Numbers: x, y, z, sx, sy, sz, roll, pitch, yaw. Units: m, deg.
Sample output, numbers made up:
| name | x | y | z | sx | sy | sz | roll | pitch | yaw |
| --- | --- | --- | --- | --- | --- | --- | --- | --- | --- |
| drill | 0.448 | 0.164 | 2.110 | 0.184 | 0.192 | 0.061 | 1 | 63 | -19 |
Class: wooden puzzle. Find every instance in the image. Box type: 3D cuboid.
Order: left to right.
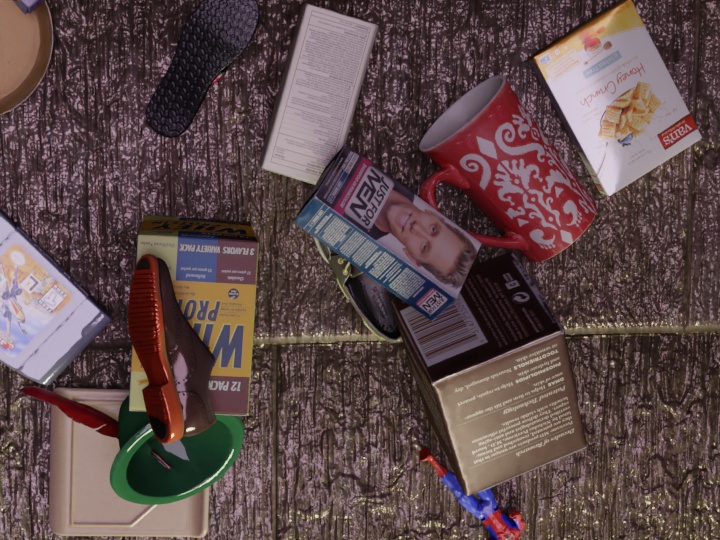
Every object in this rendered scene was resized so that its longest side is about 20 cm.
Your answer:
| name | x | y | z | sx | sy | sz | roll | pitch | yaw |
| --- | --- | --- | --- | --- | --- | --- | --- | --- | --- |
| wooden puzzle | -0.285 | 0.237 | 1.672 | 0.198 | 0.037 | 0.187 | 3 | 98 | -3 |

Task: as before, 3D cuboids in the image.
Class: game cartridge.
| name | x | y | z | sx | sy | sz | roll | pitch | yaw |
| --- | --- | --- | --- | --- | --- | --- | --- | --- | --- |
| game cartridge | -0.414 | 0.036 | 1.618 | 0.200 | 0.042 | 0.133 | 44 | 85 | -8 |

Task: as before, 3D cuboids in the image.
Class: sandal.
| name | x | y | z | sx | sy | sz | roll | pitch | yaw |
| --- | --- | --- | --- | --- | --- | --- | --- | --- | --- |
| sandal | -0.191 | -0.251 | 1.612 | 0.075 | 0.045 | 0.200 | 35 | 107 | -5 |

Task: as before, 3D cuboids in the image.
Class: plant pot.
| name | x | y | z | sx | sy | sz | roll | pitch | yaw |
| --- | --- | --- | --- | --- | --- | --- | --- | --- | --- |
| plant pot | -0.459 | -0.276 | 1.577 | 0.198 | 0.027 | 0.202 | -1 | 99 | -7 |

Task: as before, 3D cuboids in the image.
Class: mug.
| name | x | y | z | sx | sy | sz | roll | pitch | yaw |
| --- | --- | --- | --- | --- | --- | --- | --- | --- | --- |
| mug | 0.168 | -0.104 | 1.636 | 0.177 | 0.134 | 0.200 | -41 | 105 | 7 |

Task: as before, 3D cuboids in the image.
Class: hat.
| name | x | y | z | sx | sy | sz | roll | pitch | yaw |
| --- | --- | --- | --- | --- | --- | --- | --- | --- | --- |
| hat | -0.261 | 0.164 | 1.631 | 0.199 | 0.176 | 0.166 | 20 | 115 | -48 |

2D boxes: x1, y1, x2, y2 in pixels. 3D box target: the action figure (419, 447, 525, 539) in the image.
| name | x | y | z | sx | sy | sz | roll | pitch | yaw |
| --- | --- | --- | --- | --- | --- | --- | --- | --- | --- |
| action figure | 0.158 | 0.304 | 1.706 | 0.065 | 0.099 | 0.200 | -38 | 103 | 1 |

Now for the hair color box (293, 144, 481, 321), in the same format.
| name | x | y | z | sx | sy | sz | roll | pitch | yaw |
| --- | --- | --- | --- | --- | --- | --- | --- | --- | --- |
| hair color box | 0.033 | -0.044 | 1.547 | 0.199 | 0.061 | 0.100 | 36 | 49 | -9 |

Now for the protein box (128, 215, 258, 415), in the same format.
| name | x | y | z | sx | sy | sz | roll | pitch | yaw |
| --- | --- | --- | --- | --- | --- | --- | --- | --- | --- |
| protein box | -0.195 | 0.047 | 1.568 | 0.134 | 0.200 | 0.200 | 3 | 98 | -8 |

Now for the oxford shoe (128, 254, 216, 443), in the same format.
| name | x | y | z | sx | sy | sz | roll | pitch | yaw |
| --- | --- | --- | --- | --- | --- | --- | --- | --- | --- |
| oxford shoe | -0.200 | 0.079 | 1.447 | 0.072 | 0.071 | 0.202 | -11 | 97 | -33 |

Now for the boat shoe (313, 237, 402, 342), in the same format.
| name | x | y | z | sx | sy | sz | roll | pitch | yaw |
| --- | --- | --- | --- | --- | --- | --- | --- | --- | --- |
| boat shoe | 0.003 | -0.002 | 1.657 | 0.072 | 0.060 | 0.203 | -29 | 101 | -2 |

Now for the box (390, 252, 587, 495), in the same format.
| name | x | y | z | sx | sy | sz | roll | pitch | yaw |
| --- | --- | --- | --- | --- | --- | --- | --- | --- | --- |
| box | 0.153 | 0.122 | 1.607 | 0.163 | 0.166 | 0.201 | -22 | 129 | -4 |

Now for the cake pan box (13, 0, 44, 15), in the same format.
| name | x | y | z | sx | sy | sz | roll | pitch | yaw |
| --- | --- | --- | --- | --- | --- | --- | --- | --- | --- |
| cake pan box | -0.380 | -0.429 | 1.539 | 0.184 | 0.052 | 0.200 | -43 | 100 | -12 |

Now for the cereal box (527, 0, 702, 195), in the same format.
| name | x | y | z | sx | sy | sz | roll | pitch | yaw |
| --- | --- | --- | --- | --- | --- | --- | --- | --- | --- |
| cereal box | 0.317 | -0.214 | 1.676 | 0.143 | 0.040 | 0.201 | -32 | 101 | -2 |

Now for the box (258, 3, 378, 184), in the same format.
| name | x | y | z | sx | sy | sz | roll | pitch | yaw |
| --- | --- | --- | --- | --- | --- | --- | --- | --- | --- |
| box | -0.052 | -0.208 | 1.611 | 0.094 | 0.078 | 0.201 | 16 | 96 | -10 |
